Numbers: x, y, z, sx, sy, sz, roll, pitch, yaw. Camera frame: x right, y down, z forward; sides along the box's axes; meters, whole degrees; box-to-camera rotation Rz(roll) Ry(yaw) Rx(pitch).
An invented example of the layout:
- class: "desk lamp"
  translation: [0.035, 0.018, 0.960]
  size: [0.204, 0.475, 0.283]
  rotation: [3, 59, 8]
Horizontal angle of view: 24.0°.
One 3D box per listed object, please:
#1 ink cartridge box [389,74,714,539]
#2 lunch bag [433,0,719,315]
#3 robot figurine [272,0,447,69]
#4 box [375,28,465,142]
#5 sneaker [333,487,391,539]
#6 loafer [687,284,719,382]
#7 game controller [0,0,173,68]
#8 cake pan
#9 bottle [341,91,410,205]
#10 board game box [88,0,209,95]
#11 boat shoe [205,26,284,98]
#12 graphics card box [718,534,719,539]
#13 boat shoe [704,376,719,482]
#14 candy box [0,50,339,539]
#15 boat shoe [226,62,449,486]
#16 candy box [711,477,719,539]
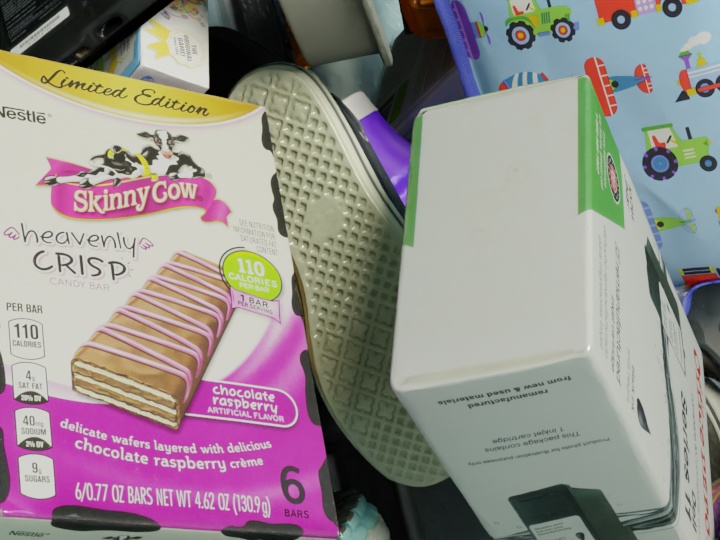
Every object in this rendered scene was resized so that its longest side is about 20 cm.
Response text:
- class: "ink cartridge box"
  translation: [0.089, 0.042, 0.726]
  size: [0.201, 0.082, 0.148]
  rotation: [58, 28, -45]
- class: "lunch bag"
  translation: [0.136, -0.069, 0.817]
  size: [0.094, 0.149, 0.202]
  rotation: [-40, 119, -59]
- class: "robot figurine"
  translation: [0.009, -0.185, 0.929]
  size: [0.201, 0.143, 0.059]
  rotation: [-94, 172, -51]
- class: "box"
  translation: [0.114, -0.071, 0.969]
  size: [0.199, 0.101, 0.113]
  rotation: [32, 47, -17]
- class: "sneaker"
  translation: [-0.021, 0.186, 0.711]
  size: [0.086, 0.077, 0.201]
  rotation: [47, 46, -14]
- class: "loafer"
  translation: [0.185, 0.020, 0.926]
  size: [0.198, 0.063, 0.073]
  rotation: [25, 81, -6]
- class: "game controller"
  translation: [-0.141, -0.126, 0.737]
  size: [0.042, 0.199, 0.105]
  rotation: [16, 44, -60]
- class: "cake pan"
  translation: [-0.038, -0.177, 0.736]
  size: [0.200, 0.036, 0.202]
  rotation: [-22, 91, -87]
- class: "bottle"
  translation: [0.043, -0.001, 0.891]
  size: [0.201, 0.065, 0.083]
  rotation: [54, 38, 4]
- class: "board game box"
  translation: [-0.118, -0.134, 0.802]
  size: [0.034, 0.134, 0.202]
  rotation: [17, 53, -29]
- class: "boat shoe"
  translation: [-0.037, -0.038, 0.838]
  size: [0.203, 0.073, 0.063]
  rotation: [62, 7, 10]
- class: "graphics card box"
  translation: [0.233, 0.120, 0.785]
  size: [0.126, 0.051, 0.200]
  rotation: [47, 36, -6]
- class: "boat shoe"
  translation: [0.168, 0.141, 0.894]
  size: [0.063, 0.071, 0.202]
  rotation: [17, 55, -31]
- class: "candy box"
  translation: [-0.092, 0.019, 0.655]
  size: [0.135, 0.061, 0.202]
  rotation: [9, 53, -31]
- class: "boat shoe"
  translation: [0.000, 0.000, 0.768]
  size: [0.202, 0.074, 0.062]
  rotation: [64, 13, 2]
- class: "candy box"
  translation: [0.150, 0.186, 0.807]
  size: [0.199, 0.057, 0.117]
  rotation: [-29, 79, -20]
